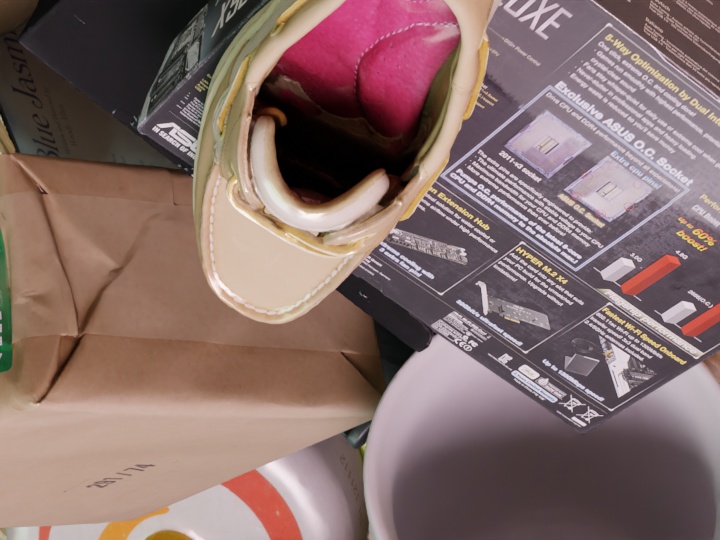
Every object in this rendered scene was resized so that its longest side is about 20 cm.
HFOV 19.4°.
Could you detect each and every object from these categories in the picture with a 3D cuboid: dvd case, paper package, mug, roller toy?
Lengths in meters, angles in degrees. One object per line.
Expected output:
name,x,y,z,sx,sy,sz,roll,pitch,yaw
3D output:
dvd case,-0.107,-0.077,0.997,0.200,0.018,0.143,21,144,33
paper package,-0.120,0.038,0.886,0.200,0.191,0.104,-26,69,44
mug,0.075,0.094,0.886,0.175,0.147,0.200,80,176,-61
roller toy,-0.087,0.123,1.096,0.182,0.140,0.200,39,113,-8

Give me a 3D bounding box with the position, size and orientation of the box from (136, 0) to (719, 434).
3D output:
box,0.051,-0.044,0.685,0.200,0.050,0.158,34,137,-16

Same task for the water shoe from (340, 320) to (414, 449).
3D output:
water shoe,0.000,0.000,0.946,0.071,0.079,0.200,29,146,42

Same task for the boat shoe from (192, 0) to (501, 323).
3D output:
boat shoe,-0.011,-0.041,0.620,0.074,0.069,0.200,23,138,-4

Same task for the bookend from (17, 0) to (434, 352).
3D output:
bookend,0.019,-0.095,0.751,0.199,0.092,0.200,38,138,-18

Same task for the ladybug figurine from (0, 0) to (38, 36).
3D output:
ladybug figurine,-0.190,-0.197,0.933,0.072,0.136,0.200,-9,77,32

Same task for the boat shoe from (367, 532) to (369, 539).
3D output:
boat shoe,-0.072,0.095,1.205,0.200,0.072,0.072,56,156,-4
